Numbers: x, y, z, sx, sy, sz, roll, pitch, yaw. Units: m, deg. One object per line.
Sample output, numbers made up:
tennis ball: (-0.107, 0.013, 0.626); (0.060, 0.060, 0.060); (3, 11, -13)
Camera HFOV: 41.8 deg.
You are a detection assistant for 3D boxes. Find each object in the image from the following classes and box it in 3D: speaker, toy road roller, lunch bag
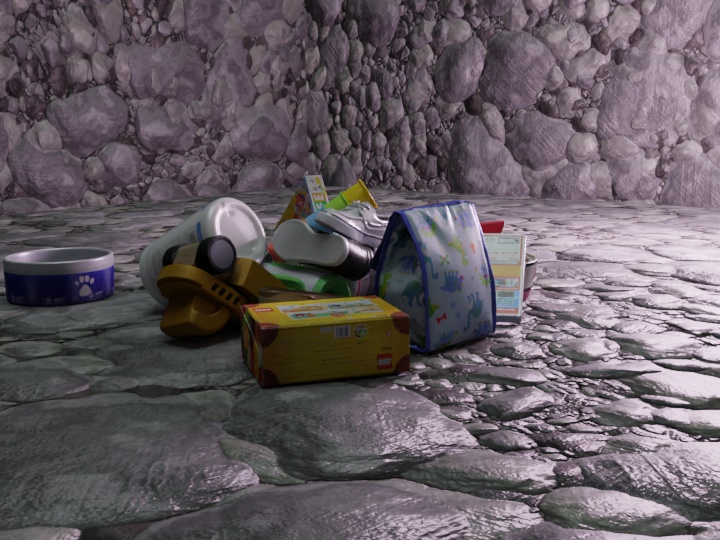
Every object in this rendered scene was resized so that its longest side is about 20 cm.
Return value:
speaker: (-0.110, 0.036, 1.546); (0.199, 0.089, 0.088); (9, 14, 44)
toy road roller: (-0.222, 0.049, 1.442); (0.122, 0.147, 0.200); (-9, -35, 42)
lunch bag: (0.107, 0.003, 1.379); (0.127, 0.202, 0.169); (8, 14, 42)

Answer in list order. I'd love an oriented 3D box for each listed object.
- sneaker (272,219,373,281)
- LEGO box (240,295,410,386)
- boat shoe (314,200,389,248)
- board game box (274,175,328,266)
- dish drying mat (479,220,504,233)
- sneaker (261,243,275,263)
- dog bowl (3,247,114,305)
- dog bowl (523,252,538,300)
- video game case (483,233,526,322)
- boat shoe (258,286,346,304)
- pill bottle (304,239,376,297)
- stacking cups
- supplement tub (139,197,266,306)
sneaker: (-0.060, -0.028, 1.537); (0.099, 0.071, 0.199); (28, -8, -42)
LEGO box: (-0.050, 0.089, 1.252); (0.198, 0.078, 0.149); (-4, 10, -16)
boat shoe: (-0.006, -0.083, 1.550); (0.073, 0.066, 0.200); (24, 3, 27)
board game box: (-0.102, -0.067, 1.744); (0.034, 0.136, 0.200); (-6, -24, -25)
dish drying mat: (0.167, -0.056, 1.699); (0.198, 0.077, 0.018); (-7, 55, -30)
sneaker: (-0.165, 0.012, 1.739); (0.077, 0.085, 0.200); (-45, 16, -1)
dog bowl: (-0.565, 0.009, 1.773); (0.198, 0.080, 0.200); (0, 9, 0)
dog bowl: (0.222, 0.011, 1.706); (0.198, 0.075, 0.200); (-2, 10, 0)
video game case: (0.202, 0.009, 1.574); (0.141, 0.018, 0.201); (1, 43, 12)
boat shoe: (-0.064, 0.069, 1.411); (0.198, 0.067, 0.074); (9, 4, -24)
pill bottle: (0.000, 0.000, 1.666); (0.113, 0.115, 0.199); (5, 11, 33)
stacking cups: (-0.066, -0.076, 1.616); (0.199, 0.061, 0.061); (-35, 11, 1)
supplement tub: (-0.267, -0.027, 1.595); (0.199, 0.133, 0.131); (-27, -8, 38)
